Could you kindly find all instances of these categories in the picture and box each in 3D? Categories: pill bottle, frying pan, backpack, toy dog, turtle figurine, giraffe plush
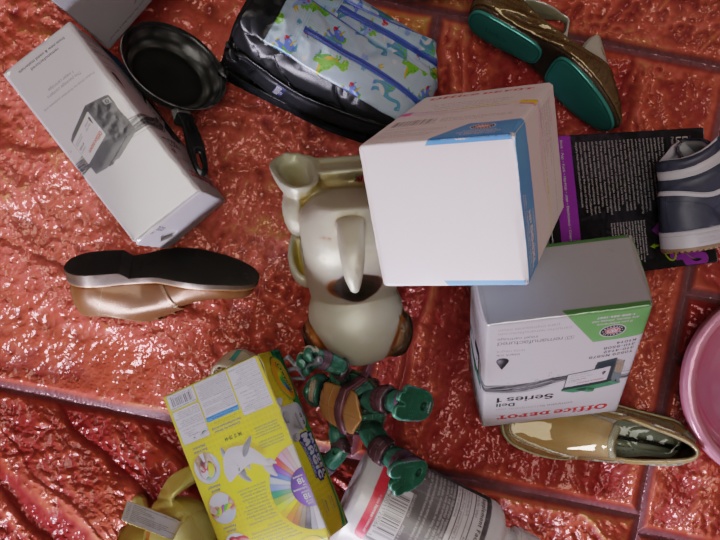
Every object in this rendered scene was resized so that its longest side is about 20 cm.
[{"bbox_3d":[0.078,0.267,0.847,0.200,0.111,0.111,26,91,1],"label":"pill bottle"},{"bbox_3d":[-0.174,-0.177,0.852,0.031,0.115,0.190,-41,78,42],"label":"frying pan"},{"bbox_3d":[-0.021,-0.200,0.825,0.200,0.163,0.154,38,75,-7],"label":"backpack"},{"bbox_3d":[0.000,0.000,0.817,0.139,0.194,0.200,-11,124,-12],"label":"toy dog"},{"bbox_3d":[-0.018,0.135,0.803,0.101,0.200,0.150,-25,113,-37],"label":"turtle figurine"},{"bbox_3d":[-0.186,0.297,0.834,0.200,0.162,0.173,45,49,-15],"label":"giraffe plush"}]

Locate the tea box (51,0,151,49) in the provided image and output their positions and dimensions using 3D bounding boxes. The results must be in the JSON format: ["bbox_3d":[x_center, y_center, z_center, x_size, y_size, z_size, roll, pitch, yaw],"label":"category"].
[{"bbox_3d":[-0.269,-0.368,0.806,0.197,0.134,0.200,42,91,23],"label":"tea box"}]

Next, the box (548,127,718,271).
[{"bbox_3d":[0.268,-0.068,0.846,0.200,0.036,0.143,-6,91,-18],"label":"box"}]

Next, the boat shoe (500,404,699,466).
[{"bbox_3d":[0.248,0.168,0.859,0.200,0.076,0.072,3,91,1],"label":"boat shoe"}]

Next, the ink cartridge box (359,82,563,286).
[{"bbox_3d":[0.102,-0.083,0.735,0.128,0.200,0.125,-1,113,24],"label":"ink cartridge box"}]

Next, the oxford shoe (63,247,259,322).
[{"bbox_3d":[-0.206,0.020,0.881,0.200,0.071,0.071,0,119,1],"label":"oxford shoe"}]

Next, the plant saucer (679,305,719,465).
[{"bbox_3d":[0.426,0.119,0.865,0.200,0.051,0.201,0,89,-2],"label":"plant saucer"}]

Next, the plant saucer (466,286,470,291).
[{"bbox_3d":[0.197,-0.038,0.882,0.200,0.029,0.201,0,91,2],"label":"plant saucer"}]

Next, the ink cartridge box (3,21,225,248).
[{"bbox_3d":[-0.235,-0.127,0.830,0.084,0.145,0.200,-38,90,1],"label":"ink cartridge box"}]

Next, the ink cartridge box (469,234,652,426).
[{"bbox_3d":[0.181,0.064,0.794,0.146,0.200,0.084,-7,53,2],"label":"ink cartridge box"}]

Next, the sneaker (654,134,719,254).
[{"bbox_3d":[0.379,-0.088,0.832,0.200,0.070,0.109,-13,95,-21],"label":"sneaker"}]

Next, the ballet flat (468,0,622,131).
[{"bbox_3d":[0.206,-0.232,0.869,0.200,0.068,0.072,38,72,4],"label":"ballet flat"}]

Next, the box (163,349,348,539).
[{"bbox_3d":[-0.092,0.186,0.767,0.117,0.048,0.200,-25,81,22],"label":"box"}]

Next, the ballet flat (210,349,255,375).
[{"bbox_3d":[-0.126,0.184,0.872,0.069,0.069,0.200,-7,91,1],"label":"ballet flat"}]
